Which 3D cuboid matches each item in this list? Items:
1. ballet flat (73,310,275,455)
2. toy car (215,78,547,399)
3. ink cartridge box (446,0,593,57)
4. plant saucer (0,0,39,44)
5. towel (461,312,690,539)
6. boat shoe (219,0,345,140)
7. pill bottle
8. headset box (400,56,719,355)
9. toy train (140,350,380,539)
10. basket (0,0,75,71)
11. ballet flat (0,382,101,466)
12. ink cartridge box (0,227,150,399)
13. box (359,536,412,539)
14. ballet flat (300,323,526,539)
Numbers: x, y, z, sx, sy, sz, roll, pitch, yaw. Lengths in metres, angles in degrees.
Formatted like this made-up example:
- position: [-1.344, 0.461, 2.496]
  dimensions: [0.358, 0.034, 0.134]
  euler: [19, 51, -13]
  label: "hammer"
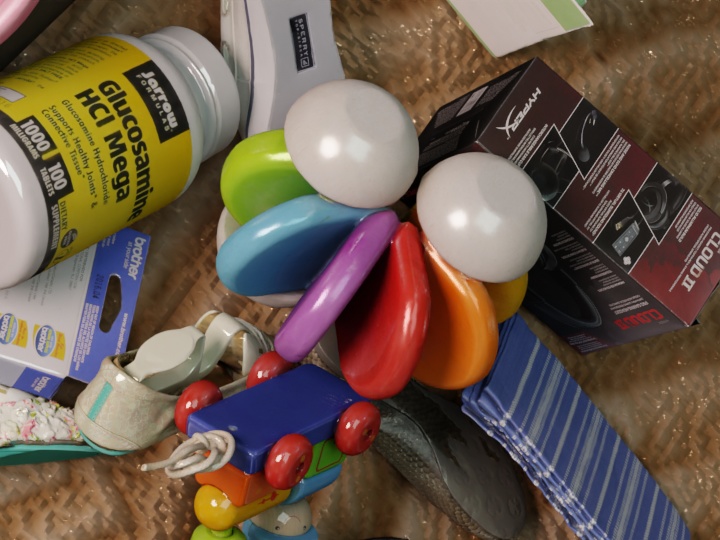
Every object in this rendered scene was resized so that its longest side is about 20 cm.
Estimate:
- position: [-0.095, 0.058, 1.521]
  dimensions: [0.067, 0.200, 0.062]
  euler: [33, 118, 18]
  label: "ballet flat"
- position: [0.000, 0.000, 1.504]
  dimensions: [0.200, 0.175, 0.150]
  euler: [29, 50, -9]
  label: "toy car"
- position: [0.082, -0.208, 1.577]
  dimensions: [0.048, 0.200, 0.146]
  euler: [-42, 99, -13]
  label: "ink cartridge box"
- position: [-0.254, -0.194, 1.419]
  dimensions: [0.200, 0.051, 0.201]
  euler: [-3, 77, 11]
  label: "plant saucer"
- position: [0.141, 0.126, 1.622]
  dimensions: [0.024, 0.145, 0.200]
  euler: [-35, 100, 22]
  label: "towel"
- position: [-0.057, -0.128, 1.596]
  dimensions: [0.071, 0.070, 0.201]
  euler: [-21, 118, -29]
  label: "boat shoe"
- position: [-0.167, -0.074, 1.508]
  dimensions: [0.200, 0.112, 0.113]
  euler: [-32, 97, -43]
  label: "pill bottle"
- position: [0.134, -0.030, 1.607]
  dimensions: [0.200, 0.149, 0.077]
  euler: [41, 69, -12]
  label: "headset box"
- position: [-0.078, 0.131, 1.466]
  dimensions: [0.200, 0.085, 0.116]
  euler: [-22, 133, -53]
  label: "toy train"
- position: [-0.239, -0.187, 1.506]
  dimensions: [0.180, 0.136, 0.200]
  euler: [33, 82, 24]
  label: "basket"
- position: [-0.251, 0.093, 1.519]
  dimensions: [0.199, 0.076, 0.064]
  euler: [-7, 81, -21]
  label: "ballet flat"
- position: [-0.233, 0.001, 1.525]
  dimensions: [0.200, 0.042, 0.120]
  euler: [18, 56, -14]
  label: "ink cartridge box"
- position: [-0.046, 0.238, 1.557]
  dimensions: [0.199, 0.106, 0.123]
  euler: [-8, 89, -18]
  label: "box"
- position: [0.029, 0.103, 1.626]
  dimensions: [0.200, 0.046, 0.067]
  euler: [43, 44, -17]
  label: "ballet flat"
